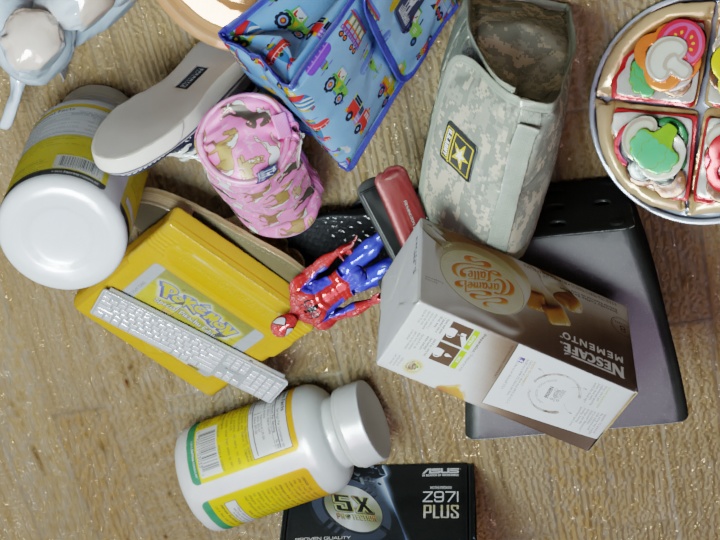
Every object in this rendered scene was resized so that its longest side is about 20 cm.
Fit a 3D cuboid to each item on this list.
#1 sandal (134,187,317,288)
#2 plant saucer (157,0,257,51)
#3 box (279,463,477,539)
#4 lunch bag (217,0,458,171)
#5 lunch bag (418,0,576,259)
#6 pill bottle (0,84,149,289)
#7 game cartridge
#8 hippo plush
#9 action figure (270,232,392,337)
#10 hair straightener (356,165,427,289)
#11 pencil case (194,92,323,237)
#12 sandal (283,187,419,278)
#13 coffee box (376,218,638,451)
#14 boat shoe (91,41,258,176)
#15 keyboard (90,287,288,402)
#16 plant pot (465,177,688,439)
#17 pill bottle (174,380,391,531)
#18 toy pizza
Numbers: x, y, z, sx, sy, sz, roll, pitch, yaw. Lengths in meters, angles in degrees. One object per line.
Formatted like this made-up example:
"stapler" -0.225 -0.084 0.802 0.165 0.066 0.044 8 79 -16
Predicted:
"sandal" -0.110 -0.037 1.610 0.211 0.070 0.078 27 144 -7
"plant saucer" -0.091 -0.280 1.448 0.198 0.032 0.202 1 110 2
"box" 0.021 0.283 1.756 0.198 0.164 0.087 -2 123 5
"lunch bag" 0.001 -0.211 1.433 0.200 0.094 0.151 -49 149 -6
"lunch bag" 0.117 -0.122 1.464 0.117 0.201 0.165 10 124 -4
"pill bottle" -0.246 -0.081 1.509 0.111 0.201 0.113 2 124 2
"game cartridge" -0.158 0.035 1.639 0.176 0.033 0.200 35 142 -18
"hippo plush" -0.290 -0.252 1.460 0.161 0.159 0.200 47 160 -4
"action figure" 0.000 0.000 1.551 0.199 0.052 0.066 -35 107 11
"hair straightener" 0.052 0.008 1.499 0.201 0.041 0.077 62 150 -5
"pencil case" -0.084 -0.088 1.490 0.086 0.200 0.083 33 82 11
"sandal" 0.022 -0.039 1.611 0.199 0.045 0.076 -17 113 23
"coffee box" 0.119 0.053 1.405 0.199 0.115 0.080 23 126 -13
"boat shoe" -0.151 -0.119 1.493 0.074 0.200 0.093 19 137 31
"keyboard" -0.166 0.074 1.660 0.199 0.011 0.056 28 142 -9
"plant pot" 0.187 0.024 1.570 0.198 0.200 0.179 -4 112 6
"pill bottle" -0.076 0.181 1.724 0.199 0.113 0.113 -21 120 16
"toy pizza" 0.296 -0.140 1.490 0.198 0.032 0.202 2 97 16
